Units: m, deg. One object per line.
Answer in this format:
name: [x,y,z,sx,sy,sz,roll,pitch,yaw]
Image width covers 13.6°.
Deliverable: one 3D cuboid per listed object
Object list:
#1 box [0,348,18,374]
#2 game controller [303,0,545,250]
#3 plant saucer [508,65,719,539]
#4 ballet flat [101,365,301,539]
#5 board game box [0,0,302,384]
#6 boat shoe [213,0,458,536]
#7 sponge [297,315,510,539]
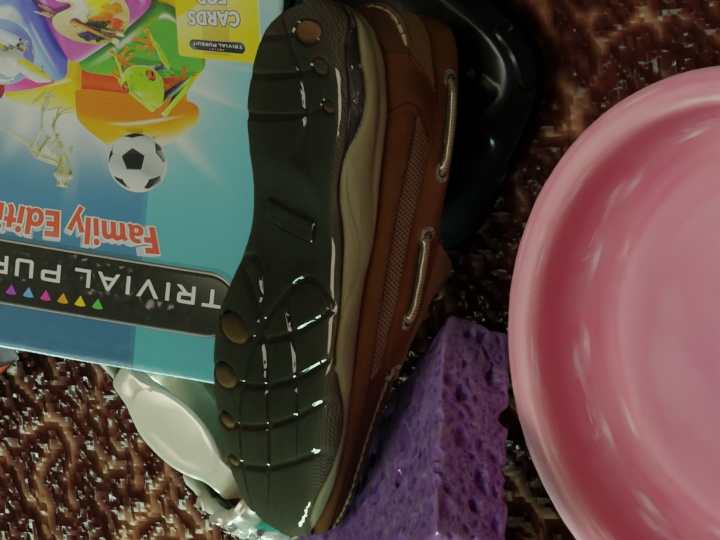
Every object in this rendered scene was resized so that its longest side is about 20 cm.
box: [-0.224,-0.024,1.294,0.137,0.040,0.201,-37,74,54]
game controller: [-0.015,-0.096,1.149,0.200,0.042,0.105,43,135,25]
plant saucer: [0.144,0.028,1.031,0.200,0.051,0.202,8,103,38]
ballet flat: [-0.081,0.026,1.198,0.200,0.072,0.072,50,124,21]
board game box: [-0.101,-0.068,1.120,0.150,0.047,0.201,9,108,8]
boat shoe: [0.000,0.000,1.085,0.076,0.074,0.201,35,124,46]
sponge: [-0.001,0.122,1.114,0.112,0.030,0.200,-87,22,-49]
